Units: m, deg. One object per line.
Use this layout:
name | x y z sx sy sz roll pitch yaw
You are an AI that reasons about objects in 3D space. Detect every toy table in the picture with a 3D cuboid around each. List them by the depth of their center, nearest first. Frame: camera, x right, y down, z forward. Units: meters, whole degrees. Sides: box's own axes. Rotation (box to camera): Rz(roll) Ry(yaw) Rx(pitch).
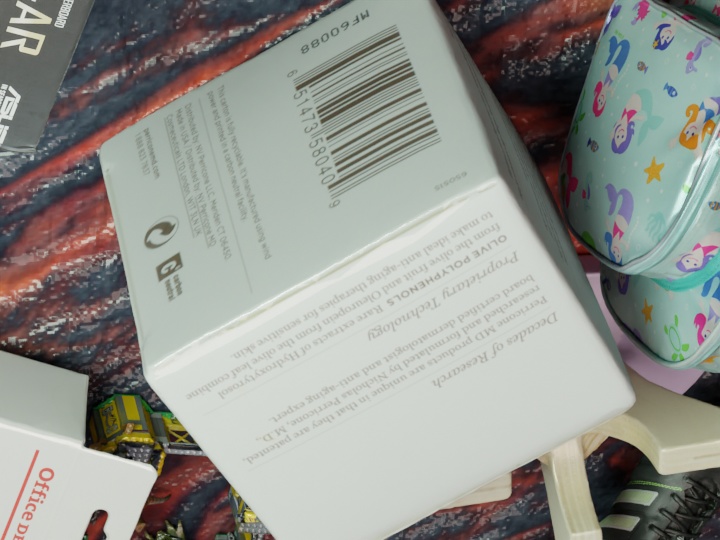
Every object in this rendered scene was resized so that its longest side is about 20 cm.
toy table | 0.114 0.076 1.516 0.200 0.117 0.184 -18 128 -1

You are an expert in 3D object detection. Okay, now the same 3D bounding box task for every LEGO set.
LEGO set | -0.096 0.172 1.525 0.154 0.116 0.200 12 121 -23

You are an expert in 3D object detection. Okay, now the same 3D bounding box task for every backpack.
backpack | 0.191 -0.044 1.394 0.150 0.178 0.200 5 110 -22

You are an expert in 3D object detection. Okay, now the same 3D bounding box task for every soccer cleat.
soccer cleat | 0.173 0.158 1.613 0.068 0.081 0.200 32 112 -32

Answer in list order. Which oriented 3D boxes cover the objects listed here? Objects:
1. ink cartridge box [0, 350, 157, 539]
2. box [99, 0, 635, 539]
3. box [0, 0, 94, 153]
ink cartridge box | -0.218 0.102 1.452 0.200 0.068 0.115 17 120 -14
box | 0.000 0.000 1.376 0.200 0.199 0.171 -29 128 9
box | -0.150 -0.171 1.208 0.044 0.200 0.160 12 121 -22
